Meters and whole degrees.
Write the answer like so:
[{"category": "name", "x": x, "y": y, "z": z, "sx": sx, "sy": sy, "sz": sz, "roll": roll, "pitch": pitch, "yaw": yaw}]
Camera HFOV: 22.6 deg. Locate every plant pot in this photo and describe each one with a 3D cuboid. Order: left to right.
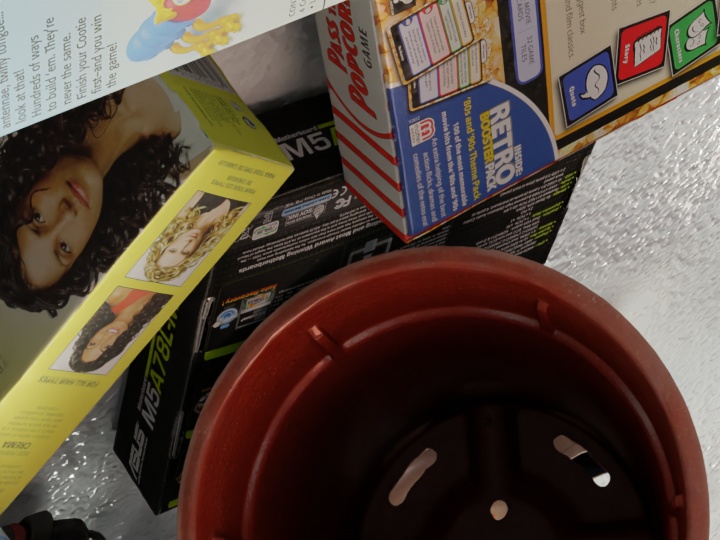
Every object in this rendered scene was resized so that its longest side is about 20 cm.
[{"category": "plant pot", "x": 0.047, "y": 0.111, "z": 0.747, "sx": 0.200, "sy": 0.201, "sz": 0.195, "roll": -38, "pitch": 162, "yaw": 2}]

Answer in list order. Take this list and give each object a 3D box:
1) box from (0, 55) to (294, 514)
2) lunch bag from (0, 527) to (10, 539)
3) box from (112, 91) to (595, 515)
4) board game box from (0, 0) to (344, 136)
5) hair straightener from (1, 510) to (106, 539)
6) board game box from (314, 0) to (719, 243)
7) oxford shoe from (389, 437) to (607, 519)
[{"category": "box", "x": -0.115, "y": 0.010, "z": 0.612, "sx": 0.200, "sy": 0.075, "sz": 0.050, "roll": -49, "pitch": 152, "yaw": 18}, {"category": "lunch bag", "x": -0.188, "y": 0.061, "z": 0.496, "sx": 0.199, "sy": 0.170, "sz": 0.123, "roll": 4, "pitch": 122, "yaw": -50}, {"category": "box", "x": 0.000, "y": 0.000, "z": 0.758, "sx": 0.198, "sy": 0.048, "sz": 0.194, "roll": -21, "pitch": 150, "yaw": -30}, {"category": "board game box", "x": -0.092, "y": -0.107, "z": 0.435, "sx": 0.198, "sy": 0.103, "sz": 0.105, "roll": -25, "pitch": 149, "yaw": -24}, {"category": "hair straightener", "x": -0.187, "y": 0.149, "z": 0.735, "sx": 0.199, "sy": 0.041, "sz": 0.078, "roll": -15, "pitch": 110, "yaw": -38}, {"category": "board game box", "x": 0.077, "y": -0.120, "z": 0.628, "sx": 0.199, "sy": 0.046, "sz": 0.153, "roll": -27, "pitch": 133, "yaw": -19}, {"category": "oxford shoe", "x": 0.063, "y": 0.119, "z": 0.972, "sx": 0.199, "sy": 0.073, "sz": 0.072, "roll": -30, "pitch": 151, "yaw": -13}]
